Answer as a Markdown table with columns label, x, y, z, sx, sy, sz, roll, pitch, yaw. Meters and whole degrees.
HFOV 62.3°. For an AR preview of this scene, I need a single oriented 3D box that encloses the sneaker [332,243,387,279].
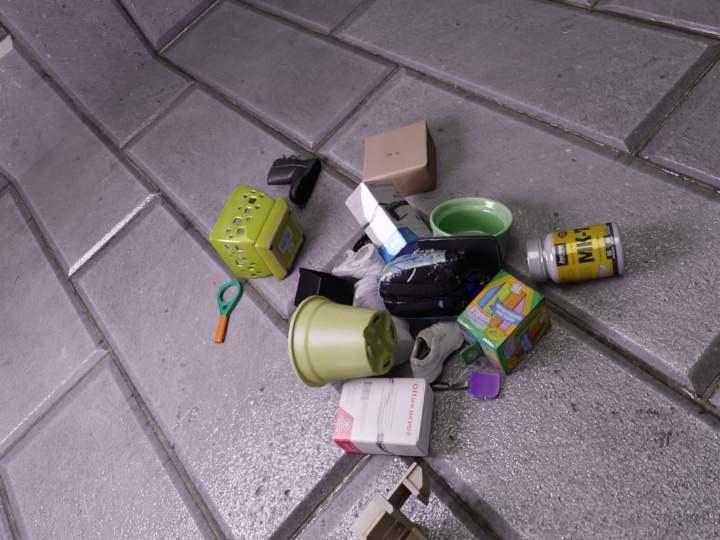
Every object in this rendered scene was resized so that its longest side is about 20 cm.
| label | x | y | z | sx | sy | sz | roll | pitch | yaw |
| --- | --- | --- | --- | --- | --- | --- | --- | --- | --- |
| sneaker | 0.000 | 0.000 | 1.521 | 0.079 | 0.099 | 0.199 | -54 | 21 | -23 |

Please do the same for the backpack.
| label | x | y | z | sx | sy | sz | roll | pitch | yaw |
| --- | --- | --- | --- | --- | --- | --- | --- | --- | --- |
| backpack | 0.137 | 0.033 | 1.341 | 0.195 | 0.166 | 0.155 | -17 | 28 | 7 |

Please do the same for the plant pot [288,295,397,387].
| label | x | y | z | sx | sy | sz | roll | pitch | yaw |
| --- | --- | --- | --- | --- | --- | --- | --- | --- | --- |
| plant pot | -0.026 | 0.155 | 1.290 | 0.181 | 0.201 | 0.204 | -4 | 54 | 36 |

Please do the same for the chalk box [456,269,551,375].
| label | x | y | z | sx | sy | sz | roll | pitch | yaw |
| --- | --- | --- | --- | --- | --- | --- | --- | --- | --- |
| chalk box | 0.297 | 0.128 | 1.288 | 0.200 | 0.125 | 0.123 | -46 | 50 | -9 |

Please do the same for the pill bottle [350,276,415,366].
| label | x | y | z | sx | sy | sz | roll | pitch | yaw |
| --- | --- | --- | --- | --- | --- | --- | --- | --- | --- |
| pill bottle | 0.050 | 0.122 | 1.420 | 0.112 | 0.114 | 0.202 | -30 | 49 | 3 |

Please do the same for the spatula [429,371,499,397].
| label | x | y | z | sx | sy | sz | roll | pitch | yaw |
| --- | --- | --- | --- | --- | --- | --- | --- | --- | --- |
| spatula | 0.206 | 0.252 | 1.308 | 0.196 | 0.021 | 0.058 | -7 | 54 | 27 |

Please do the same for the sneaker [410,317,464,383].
| label | x | y | z | sx | sy | sz | roll | pitch | yaw |
| --- | --- | --- | --- | --- | --- | --- | --- | --- | --- |
| sneaker | 0.176 | 0.155 | 1.338 | 0.074 | 0.101 | 0.201 | 12 | 54 | 38 |

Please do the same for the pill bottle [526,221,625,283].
| label | x | y | z | sx | sy | sz | roll | pitch | yaw |
| --- | --- | --- | --- | --- | --- | --- | --- | --- | --- |
| pill bottle | 0.475 | -0.034 | 1.322 | 0.195 | 0.115 | 0.117 | -10 | 53 | 20 |

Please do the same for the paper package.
| label | x | y | z | sx | sy | sz | roll | pitch | yaw |
| --- | --- | --- | --- | --- | --- | --- | --- | --- | --- |
| paper package | 0.111 | -0.311 | 1.707 | 0.195 | 0.104 | 0.194 | -11 | 53 | 20 |

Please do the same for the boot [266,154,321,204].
| label | x | y | z | sx | sy | sz | roll | pitch | yaw |
| --- | --- | --- | --- | --- | --- | --- | --- | --- | --- |
| boot | -0.224 | -0.286 | 1.876 | 0.159 | 0.074 | 0.201 | 5 | 52 | 26 |

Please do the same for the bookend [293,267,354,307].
| label | x | y | z | sx | sy | sz | roll | pitch | yaw |
| --- | --- | --- | --- | --- | --- | --- | --- | --- | --- |
| bookend | -0.109 | 0.110 | 1.501 | 0.198 | 0.090 | 0.205 | -162 | 84 | -68 |

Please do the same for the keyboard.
| label | x | y | z | sx | sy | sz | roll | pitch | yaw |
| --- | --- | --- | --- | --- | --- | --- | --- | --- | --- |
| keyboard | 0.226 | -0.020 | 1.354 | 0.196 | 0.130 | 0.021 | 1 | 26 | 33 |

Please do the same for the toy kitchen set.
| label | x | y | z | sx | sy | sz | roll | pitch | yaw |
| --- | --- | --- | --- | --- | --- | --- | --- | --- | --- |
| toy kitchen set | 0.120 | 0.479 | 1.071 | 0.164 | 0.201 | 0.179 | -48 | 50 | -12 |

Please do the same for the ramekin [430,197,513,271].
| label | x | y | z | sx | sy | sz | roll | pitch | yaw |
| --- | --- | --- | --- | --- | --- | --- | --- | --- | --- |
| ramekin | 0.266 | -0.086 | 1.433 | 0.194 | 0.100 | 0.202 | -4 | 34 | 3 |

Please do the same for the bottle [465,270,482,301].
| label | x | y | z | sx | sy | sz | roll | pitch | yaw |
| --- | --- | --- | --- | --- | --- | --- | --- | --- | --- |
| bottle | 0.200 | 0.014 | 1.454 | 0.198 | 0.066 | 0.084 | 28 | 71 | 38 |

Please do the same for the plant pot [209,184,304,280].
| label | x | y | z | sx | sy | sz | roll | pitch | yaw |
| --- | --- | --- | --- | --- | --- | --- | --- | --- | --- |
| plant pot | -0.279 | -0.098 | 1.692 | 0.177 | 0.200 | 0.203 | 10 | 61 | 24 |

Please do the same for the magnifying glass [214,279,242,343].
| label | x | y | z | sx | sy | sz | roll | pitch | yaw |
| --- | --- | --- | --- | --- | --- | --- | --- | --- | --- |
| magnifying glass | -0.386 | 0.115 | 1.705 | 0.078 | 0.023 | 0.204 | -9 | 52 | 20 |

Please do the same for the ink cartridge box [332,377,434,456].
| label | x | y | z | sx | sy | sz | roll | pitch | yaw |
| --- | --- | --- | --- | --- | --- | --- | --- | --- | --- |
| ink cartridge box | 0.054 | 0.317 | 1.297 | 0.195 | 0.085 | 0.148 | -4 | 55 | 25 |

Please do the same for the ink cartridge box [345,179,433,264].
| label | x | y | z | sx | sy | sz | roll | pitch | yaw |
| --- | --- | --- | --- | --- | --- | --- | --- | --- | --- |
| ink cartridge box | 0.074 | -0.128 | 1.510 | 0.084 | 0.143 | 0.202 | -45 | 72 | 32 |

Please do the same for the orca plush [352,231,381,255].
| label | x | y | z | sx | sy | sz | roll | pitch | yaw |
| --- | --- | --- | --- | --- | --- | --- | --- | --- | --- |
| orca plush | 0.038 | -0.083 | 1.600 | 0.197 | 0.071 | 0.106 | -30 | 49 | 4 |
